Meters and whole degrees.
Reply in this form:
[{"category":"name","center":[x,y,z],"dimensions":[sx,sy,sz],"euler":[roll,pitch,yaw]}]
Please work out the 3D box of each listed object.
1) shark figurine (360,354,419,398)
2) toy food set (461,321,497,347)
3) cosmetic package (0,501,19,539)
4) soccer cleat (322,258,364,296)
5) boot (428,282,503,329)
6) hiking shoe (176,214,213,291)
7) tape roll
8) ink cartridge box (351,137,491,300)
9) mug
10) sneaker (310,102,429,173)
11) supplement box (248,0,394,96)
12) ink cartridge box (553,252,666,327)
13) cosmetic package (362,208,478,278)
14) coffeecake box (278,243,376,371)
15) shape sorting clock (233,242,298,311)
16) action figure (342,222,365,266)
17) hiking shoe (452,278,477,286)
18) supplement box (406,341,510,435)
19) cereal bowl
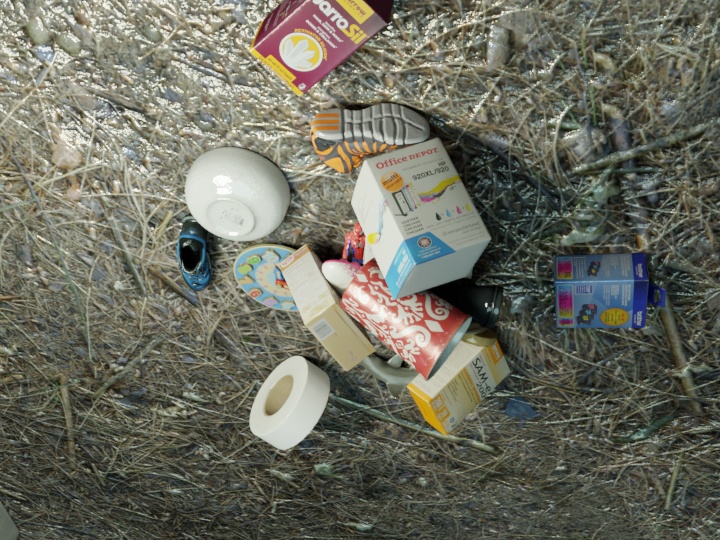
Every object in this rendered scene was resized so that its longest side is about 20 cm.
[{"category":"shark figurine","center":[0.103,0.239,1.949],"dimensions":[0.213,0.090,0.129],"euler":[1,138,14]},{"category":"toy food set","center":[0.155,0.105,1.740],"dimensions":[0.199,0.198,0.049],"euler":[1,101,-24]},{"category":"cosmetic package","center":[-1.219,0.843,2.820],"dimensions":[0.163,0.166,0.201],"euler":[5,137,8]},{"category":"soccer cleat","center":[0.002,0.046,1.643],"dimensions":[0.070,0.087,0.200],"euler":[-12,150,38]},{"category":"boot","center":[0.159,0.050,1.600],"dimensions":[0.167,0.077,0.200],"euler":[14,175,-3]},{"category":"hiking shoe","center":[-0.339,-0.019,1.769],"dimensions":[0.074,0.087,0.201],"euler":[9,137,3]},{"category":"tape roll","center":[-0.158,0.293,1.979],"dimensions":[0.071,0.203,0.202],"euler":[36,132,-25]},{"category":"ink cartridge box","center":[0.094,-0.086,1.470],"dimensions":[0.146,0.201,0.145],"euler":[-18,159,-19]},{"category":"mug","center":[0.070,0.090,1.551],"dimensions":[0.199,0.133,0.178],"euler":[36,143,13]},{"category":"sneaker","center":[0.016,-0.220,1.499],"dimensions":[0.198,0.078,0.112],"euler":[4,152,2]},{"category":"supplement box","center":[-0.058,-0.371,1.334],"dimensions":[0.110,0.086,0.199],"euler":[38,131,-26]},{"category":"ink cartridge box","center":[0.466,0.039,1.665],"dimensions":[0.198,0.077,0.137],"euler":[-3,136,13]},{"category":"cosmetic package","center":[0.112,-0.061,1.609],"dimensions":[0.198,0.113,0.081],"euler":[10,138,4]},{"category":"coffeecake box","center":[-0.065,0.068,1.680],"dimensions":[0.073,0.200,0.154],"euler":[-35,128,5]},{"category":"shape sorting clock","center":[-0.163,0.019,1.807],"dimensions":[0.198,0.039,0.201],"euler":[6,137,6]},{"category":"action figure","center":[0.000,0.000,1.711],"dimensions":[0.065,0.099,0.201],"euler":[1,134,7]},{"category":"hiking shoe","center":[0.128,0.021,1.717],"dimensions":[0.198,0.076,0.101],"euler":[4,140,9]},{"category":"supplement box","center":[0.205,0.223,1.829],"dimensions":[0.073,0.200,0.126],"euler":[32,159,46]},{"category":"cereal bowl","center":[-0.233,-0.125,1.637],"dimensions":[0.198,0.084,0.201],"euler":[6,136,6]}]
